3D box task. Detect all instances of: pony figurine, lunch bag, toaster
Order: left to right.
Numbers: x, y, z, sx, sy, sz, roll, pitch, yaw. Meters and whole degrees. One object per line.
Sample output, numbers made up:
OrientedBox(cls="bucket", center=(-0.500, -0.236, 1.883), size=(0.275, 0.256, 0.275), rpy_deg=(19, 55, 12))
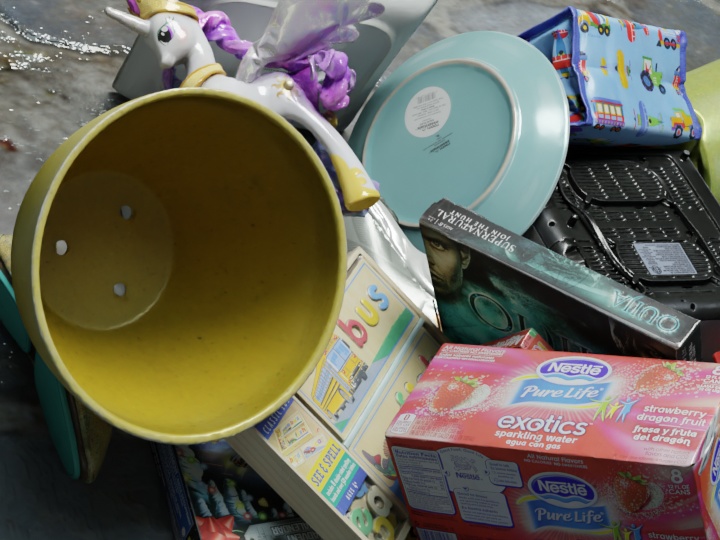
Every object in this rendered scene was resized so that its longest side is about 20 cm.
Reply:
OrientedBox(cls="pony figurine", center=(-0.062, -0.118, 1.272), size=(0.192, 0.167, 0.201), rpy_deg=(-10, 66, -30))
OrientedBox(cls="lunch bag", center=(0.143, -0.128, 1.485), size=(0.150, 0.199, 0.095), rpy_deg=(2, 77, -46))
OrientedBox(cls="toaster", center=(0.187, 0.002, 1.406), size=(0.198, 0.119, 0.182), rpy_deg=(-1, 46, -30))

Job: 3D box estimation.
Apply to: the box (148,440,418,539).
OrientedBox(cls="box", center=(-0.029, 0.138, 1.205), size=(0.198, 0.040, 0.138), rpy_deg=(2, 46, -27))

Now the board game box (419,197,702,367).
OrientedBox(cls="board game box", center=(0.129, 0.042, 1.194), size=(0.199, 0.136, 0.028), rpy_deg=(27, 59, 32))

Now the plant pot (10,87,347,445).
OrientedBox(cls="plant pot", center=(-0.128, -0.007, 1.112), size=(0.199, 0.202, 0.142), rpy_deg=(-4, 6, -31))

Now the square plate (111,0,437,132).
OrientedBox(cls="square plate", center=(-0.066, -0.163, 1.400), size=(0.198, 0.198, 0.029), rpy_deg=(7, 62, -21))

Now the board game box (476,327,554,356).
OrientedBox(cls="board game box", center=(0.147, 0.120, 1.216), size=(0.200, 0.103, 0.019), rpy_deg=(45, 60, -12))

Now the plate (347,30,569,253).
OrientedBox(cls="plate", center=(0.063, -0.091, 1.394), size=(0.026, 0.200, 0.201), rpy_deg=(30, 25, -50))

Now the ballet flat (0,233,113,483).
OrientedBox(cls="ballet flat", center=(-0.186, 0.047, 1.197), size=(0.070, 0.071, 0.201), rpy_deg=(-6, 46, -32))

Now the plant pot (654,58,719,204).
OrientedBox(cls="plant pot", center=(0.324, -0.105, 1.560), size=(0.183, 0.201, 0.201), rpy_deg=(-14, 53, -23))

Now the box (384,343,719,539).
OrientedBox(cls="box", center=(0.128, 0.115, 1.117), size=(0.199, 0.100, 0.096), rpy_deg=(3, 37, 31))

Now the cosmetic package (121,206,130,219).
OrientedBox(cls="cosmetic package", center=(-0.099, -0.017, 1.304), size=(0.106, 0.091, 0.201), rpy_deg=(7, 40, -23))

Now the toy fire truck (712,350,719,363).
OrientedBox(cls="toy fire truck", center=(0.262, 0.090, 1.363), size=(0.200, 0.140, 0.049), rpy_deg=(39, 30, -57))

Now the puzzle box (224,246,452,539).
OrientedBox(cls="puzzle box", center=(0.001, 0.085, 1.193), size=(0.133, 0.025, 0.200), rpy_deg=(45, 38, -9))

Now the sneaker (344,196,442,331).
OrientedBox(cls="sneaker", center=(0.000, 0.000, 1.348), size=(0.079, 0.074, 0.200), rpy_deg=(-34, 62, -28))
